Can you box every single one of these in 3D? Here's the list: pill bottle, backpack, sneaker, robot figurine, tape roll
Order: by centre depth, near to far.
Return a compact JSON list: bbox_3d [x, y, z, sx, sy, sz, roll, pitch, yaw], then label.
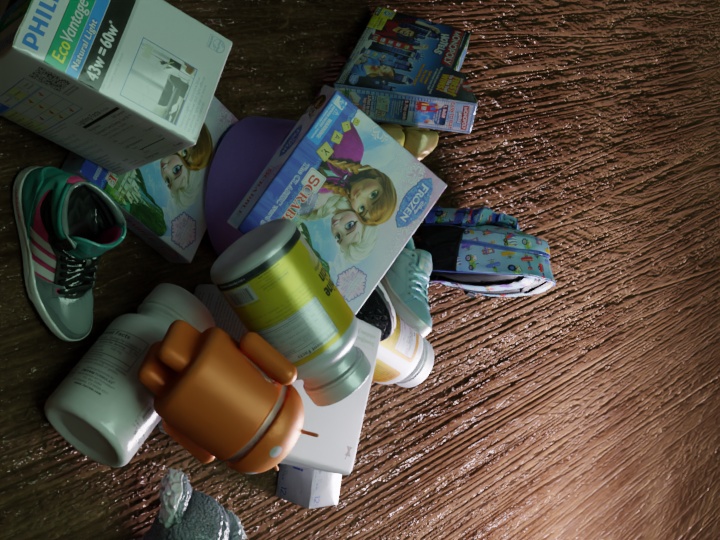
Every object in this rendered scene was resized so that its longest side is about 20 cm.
[{"bbox_3d":[-0.142,0.141,1.176,0.200,0.117,0.144,40,78,-14],"label":"robot figurine"},{"bbox_3d":[-0.304,-0.016,1.177,0.083,0.120,0.201,-27,113,-46],"label":"sneaker"},{"bbox_3d":[-0.072,0.050,1.216,0.112,0.112,0.201,-48,113,-38],"label":"pill bottle"},{"bbox_3d":[-0.258,0.115,1.245,0.200,0.114,0.115,-55,130,-33],"label":"pill bottle"},{"bbox_3d":[-0.110,-0.096,1.400,0.200,0.084,0.201,-37,132,-56],"label":"tape roll"},{"bbox_3d":[0.000,0.000,1.448,0.201,0.071,0.083,65,27,-23],"label":"sneaker"},{"bbox_3d":[0.072,0.009,1.579,0.082,0.200,0.074,-42,133,15],"label":"sneaker"},{"bbox_3d":[0.022,0.101,1.588,0.200,0.111,0.112,35,66,-46],"label":"pill bottle"},{"bbox_3d":[0.213,-0.027,1.743,0.182,0.199,0.136,14,82,-49],"label":"backpack"}]

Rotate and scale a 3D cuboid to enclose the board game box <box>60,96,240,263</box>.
[{"bbox_3d":[-0.241,-0.144,1.309,0.199,0.041,0.201,43,60,-44],"label":"board game box"}]

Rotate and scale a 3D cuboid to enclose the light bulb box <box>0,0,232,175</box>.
[{"bbox_3d":[-0.275,-0.207,1.111,0.199,0.198,0.126,28,69,-30],"label":"light bulb box"}]

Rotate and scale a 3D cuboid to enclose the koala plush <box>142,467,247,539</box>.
[{"bbox_3d":[-0.212,0.352,1.287,0.178,0.183,0.201,51,43,-39],"label":"koala plush"}]

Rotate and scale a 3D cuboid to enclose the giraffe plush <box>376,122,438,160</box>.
[{"bbox_3d":[0.019,-0.132,1.568,0.200,0.171,0.163,-61,158,-79],"label":"giraffe plush"}]

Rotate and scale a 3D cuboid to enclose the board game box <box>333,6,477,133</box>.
[{"bbox_3d":[0.084,-0.280,1.572,0.062,0.199,0.201,99,13,-50],"label":"board game box"}]

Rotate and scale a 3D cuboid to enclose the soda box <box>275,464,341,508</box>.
[{"bbox_3d":[-0.061,0.225,1.511,0.063,0.068,0.202,6,93,-50],"label":"soda box"}]

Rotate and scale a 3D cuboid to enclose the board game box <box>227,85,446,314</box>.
[{"bbox_3d":[-0.024,-0.082,1.307,0.199,0.041,0.201,36,89,-31],"label":"board game box"}]

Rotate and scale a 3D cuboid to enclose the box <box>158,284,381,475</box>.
[{"bbox_3d":[-0.112,0.139,1.378,0.199,0.171,0.201,27,72,-46],"label":"box"}]
